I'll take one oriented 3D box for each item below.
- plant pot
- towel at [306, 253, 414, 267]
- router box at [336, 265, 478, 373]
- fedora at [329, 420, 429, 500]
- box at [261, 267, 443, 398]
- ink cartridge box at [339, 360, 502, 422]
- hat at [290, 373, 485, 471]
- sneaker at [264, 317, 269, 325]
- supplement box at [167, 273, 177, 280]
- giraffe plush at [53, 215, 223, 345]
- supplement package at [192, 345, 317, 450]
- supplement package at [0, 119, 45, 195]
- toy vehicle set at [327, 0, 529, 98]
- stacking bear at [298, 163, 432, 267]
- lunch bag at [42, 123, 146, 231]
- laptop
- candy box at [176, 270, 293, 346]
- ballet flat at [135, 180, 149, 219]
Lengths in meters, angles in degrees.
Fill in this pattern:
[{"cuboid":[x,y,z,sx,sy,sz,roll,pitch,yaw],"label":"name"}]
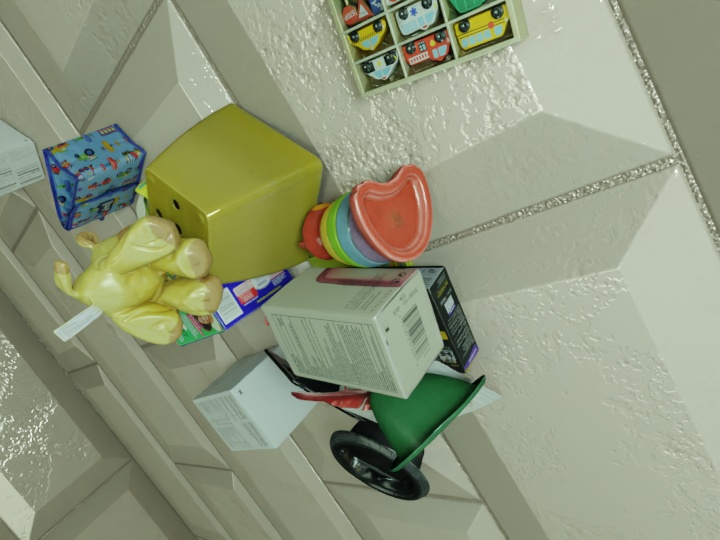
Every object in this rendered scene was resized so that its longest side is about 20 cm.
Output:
[{"cuboid":[-0.199,-0.097,0.749,0.200,0.176,0.200,36,137,21],"label":"plant pot"},{"cuboid":[0.000,0.000,0.784,0.200,0.018,0.086,-8,114,44],"label":"towel"},{"cuboid":[0.056,0.070,0.748,0.200,0.052,0.157,0,128,40],"label":"router box"},{"cuboid":[0.046,0.334,0.935,0.200,0.092,0.201,19,138,18],"label":"fedora"},{"cuboid":[-0.011,0.075,0.674,0.200,0.109,0.128,2,123,40],"label":"box"},{"cuboid":[0.089,0.187,0.785,0.162,0.050,0.200,32,129,-31],"label":"ink cartridge box"},{"cuboid":[0.037,0.149,0.675,0.176,0.200,0.166,46,159,13],"label":"hat"},{"cuboid":[-0.090,0.127,0.902,0.200,0.087,0.074,41,138,5],"label":"sneaker"},{"cuboid":[-0.349,-0.007,1.039,0.200,0.069,0.067,-28,98,50],"label":"supplement box"},{"cuboid":[-0.303,0.000,0.679,0.162,0.200,0.173,-133,26,-57],"label":"giraffe plush"},{"cuboid":[-0.224,0.277,1.081,0.200,0.152,0.151,-25,103,47],"label":"supplement package"},{"cuboid":[-0.928,-0.266,1.233,0.156,0.200,0.111,31,136,19],"label":"supplement package"},{"cuboid":[0.061,-0.269,0.522,0.200,0.027,0.124,-4,117,42],"label":"toy vehicle set"},{"cuboid":[-0.009,-0.059,0.687,0.200,0.121,0.114,-5,109,53],"label":"stacking bear"},{"cuboid":[-0.526,-0.168,1.003,0.094,0.151,0.200,42,138,7],"label":"lunch bag"},{"cuboid":[-0.033,0.175,0.881,0.187,0.116,0.200,41,173,-35],"label":"laptop"},{"cuboid":[-0.244,0.054,0.917,0.200,0.169,0.077,-24,100,47],"label":"candy box"},{"cuboid":[-0.417,-0.095,1.029,0.067,0.067,0.200,24,134,24],"label":"ballet flat"}]
